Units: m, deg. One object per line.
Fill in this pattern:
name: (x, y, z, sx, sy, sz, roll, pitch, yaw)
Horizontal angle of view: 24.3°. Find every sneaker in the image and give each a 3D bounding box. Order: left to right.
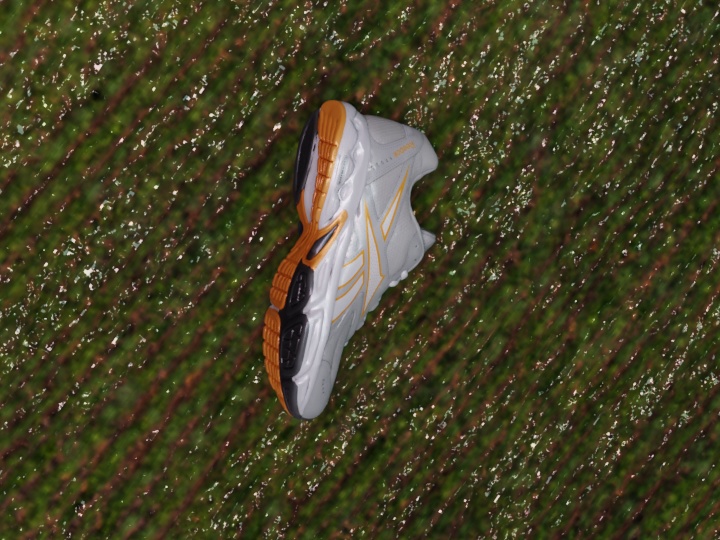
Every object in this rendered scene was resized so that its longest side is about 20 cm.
sneaker: (0.000, 0.000, 1.054, 0.091, 0.076, 0.201, 8, 101, -23)
